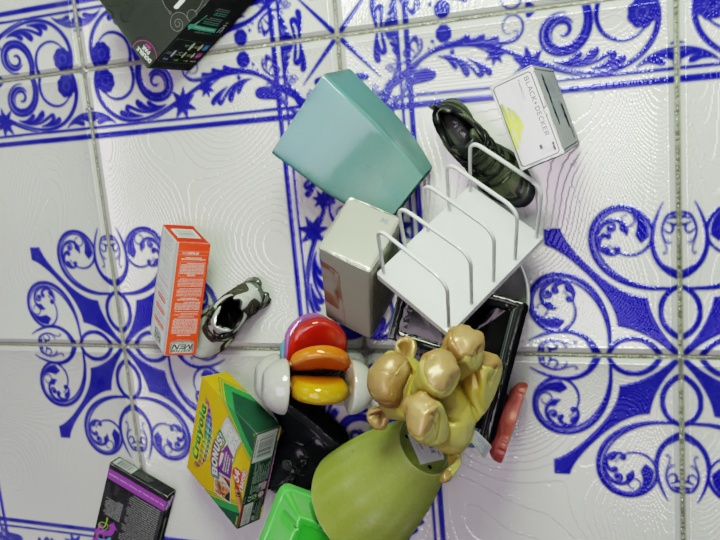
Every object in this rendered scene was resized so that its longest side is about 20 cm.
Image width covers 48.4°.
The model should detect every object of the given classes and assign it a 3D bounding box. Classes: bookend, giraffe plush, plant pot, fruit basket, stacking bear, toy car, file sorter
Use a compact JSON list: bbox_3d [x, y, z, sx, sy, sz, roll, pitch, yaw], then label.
[{"bbox_3d":[0.118,0.118,1.143,0.197,0.092,0.203,16,90,17],"label":"bookend"},{"bbox_3d":[0.079,0.156,1.047,0.161,0.173,0.202,21,143,39],"label":"giraffe plush"},{"bbox_3d":[0.001,-0.178,1.204,0.199,0.141,0.142,40,113,1],"label":"plant pot"},{"bbox_3d":[-0.077,0.461,1.373,0.212,0.215,0.158,22,87,15],"label":"fruit basket"},{"bbox_3d":[0.143,0.206,1.240,0.197,0.114,0.123,20,67,14],"label":"stacking bear"},{"bbox_3d":[-0.075,0.144,1.268,0.171,0.200,0.153,2,89,-15],"label":"toy car"},{"bbox_3d":[0.131,-0.047,1.068,0.200,0.125,0.138,-43,61,-17],"label":"file sorter"},{"bbox_3d":[0.049,0.314,1.233,0.187,0.187,0.201,44,130,7],"label":"plant pot"}]

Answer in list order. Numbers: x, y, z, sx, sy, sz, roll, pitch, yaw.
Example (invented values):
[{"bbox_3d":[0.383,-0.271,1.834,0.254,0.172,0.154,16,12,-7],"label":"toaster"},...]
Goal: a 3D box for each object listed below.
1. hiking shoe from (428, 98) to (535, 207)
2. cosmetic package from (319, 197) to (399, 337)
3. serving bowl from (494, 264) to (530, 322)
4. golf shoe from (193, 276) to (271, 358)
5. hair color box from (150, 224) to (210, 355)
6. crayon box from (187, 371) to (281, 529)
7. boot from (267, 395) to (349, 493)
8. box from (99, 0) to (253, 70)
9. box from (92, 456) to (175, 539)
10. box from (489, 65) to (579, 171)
[{"bbox_3d":[0.169,-0.163,1.156,0.200,0.101,0.076,46,114,6],"label":"hiking shoe"},{"bbox_3d":[0.000,0.000,1.200,0.086,0.104,0.201,24,150,14],"label":"cosmetic package"},{"bbox_3d":[0.164,0.029,1.219,0.196,0.066,0.204,5,103,20],"label":"serving bowl"},{"bbox_3d":[-0.245,0.088,1.376,0.078,0.094,0.200,47,115,4],"label":"golf shoe"},{"bbox_3d":[-0.313,0.033,1.383,0.101,0.060,0.204,36,119,55],"label":"hair color box"},{"bbox_3d":[-0.225,0.308,1.390,0.172,0.058,0.203,34,120,38],"label":"crayon box"},{"bbox_3d":[-0.137,0.290,1.387,0.200,0.076,0.169,42,110,3],"label":"boot"},{"bbox_3d":[-0.281,-0.436,1.257,0.199,0.124,0.150,-38,86,25],"label":"box"},{"bbox_3d":[-0.448,0.487,1.574,0.141,0.036,0.203,24,108,16],"label":"box"},{"bbox_3d":[0.236,-0.205,1.067,0.059,0.200,0.118,-20,95,23],"label":"box"}]
